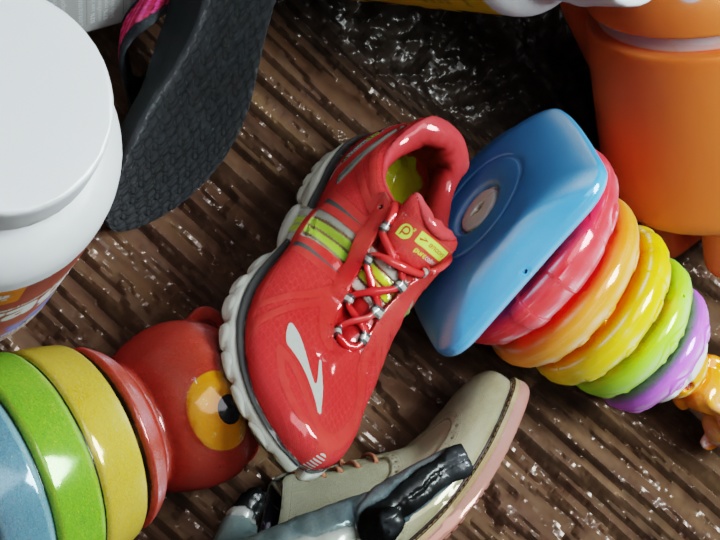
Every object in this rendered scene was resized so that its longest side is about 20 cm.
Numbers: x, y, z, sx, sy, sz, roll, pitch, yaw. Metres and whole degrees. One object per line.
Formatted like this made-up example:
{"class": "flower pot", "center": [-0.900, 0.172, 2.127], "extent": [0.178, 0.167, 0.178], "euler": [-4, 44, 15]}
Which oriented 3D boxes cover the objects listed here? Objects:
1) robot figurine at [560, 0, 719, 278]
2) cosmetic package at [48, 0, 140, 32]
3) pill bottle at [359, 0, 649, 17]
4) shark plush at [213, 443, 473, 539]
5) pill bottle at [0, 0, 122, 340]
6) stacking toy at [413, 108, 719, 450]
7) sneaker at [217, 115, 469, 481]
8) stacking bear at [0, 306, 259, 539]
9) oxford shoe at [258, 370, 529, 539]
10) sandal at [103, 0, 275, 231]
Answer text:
{"class": "robot figurine", "center": [0.167, -0.098, 0.863], "extent": [0.115, 0.144, 0.202], "euler": [-11, 121, 0]}
{"class": "cosmetic package", "center": [-0.194, -0.146, 0.773], "extent": [0.198, 0.091, 0.107], "euler": [-20, 54, -19]}
{"class": "pill bottle", "center": [0.042, -0.175, 0.808], "extent": [0.114, 0.199, 0.115], "euler": [-19, 115, -48]}
{"class": "shark plush", "center": [-0.050, 0.118, 0.744], "extent": [0.199, 0.083, 0.091], "euler": [-38, 124, 8]}
{"class": "pill bottle", "center": [-0.158, -0.038, 0.715], "extent": [0.111, 0.200, 0.113], "euler": [4, 76, -18]}
{"class": "stacking toy", "center": [0.128, 0.026, 0.857], "extent": [0.199, 0.110, 0.116], "euler": [36, 104, -20]}
{"class": "sneaker", "center": [0.000, 0.000, 0.788], "extent": [0.077, 0.085, 0.201], "euler": [43, 43, -26]}
{"class": "stacking bear", "center": [-0.127, 0.080, 0.750], "extent": [0.199, 0.113, 0.123], "euler": [-21, 94, -33]}
{"class": "oxford shoe", "center": [0.000, 0.107, 0.808], "extent": [0.074, 0.071, 0.200], "euler": [44, 66, 1]}
{"class": "sandal", "center": [-0.076, -0.111, 0.803], "extent": [0.045, 0.201, 0.075], "euler": [33, 22, 26]}
